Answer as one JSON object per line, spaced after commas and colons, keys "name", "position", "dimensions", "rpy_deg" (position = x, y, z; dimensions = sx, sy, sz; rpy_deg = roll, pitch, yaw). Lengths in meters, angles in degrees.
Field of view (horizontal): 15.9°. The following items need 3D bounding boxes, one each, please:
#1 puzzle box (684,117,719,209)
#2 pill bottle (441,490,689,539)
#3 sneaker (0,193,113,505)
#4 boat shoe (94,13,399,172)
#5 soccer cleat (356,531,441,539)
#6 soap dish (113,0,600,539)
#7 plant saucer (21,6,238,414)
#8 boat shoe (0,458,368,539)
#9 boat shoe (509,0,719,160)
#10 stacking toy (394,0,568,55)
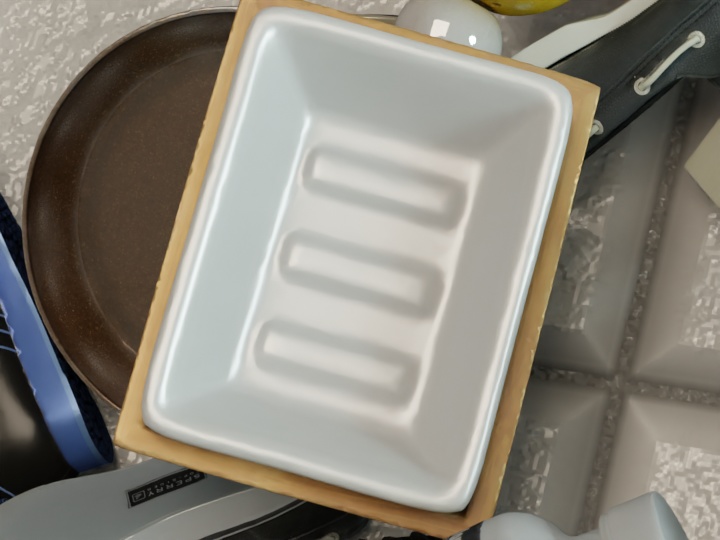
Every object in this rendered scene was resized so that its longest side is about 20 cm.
{"name": "puzzle box", "position": [0.225, -0.087, 1.070], "dimensions": [0.200, 0.025, 0.133], "rpy_deg": [-53, 31, 15]}
{"name": "pill bottle", "position": [0.040, 0.162, 1.003], "dimensions": [0.199, 0.112, 0.113], "rpy_deg": [-26, 62, 11]}
{"name": "sneaker", "position": [-0.187, 0.023, 1.217], "dimensions": [0.078, 0.070, 0.201], "rpy_deg": [-27, 62, 2]}
{"name": "boat shoe", "position": [-0.042, -0.079, 1.206], "dimensions": [0.199, 0.063, 0.073], "rpy_deg": [-17, 105, 16]}
{"name": "soccer cleat", "position": [-0.025, 0.172, 1.107], "dimensions": [0.199, 0.074, 0.068], "rpy_deg": [-20, 23, -5]}
{"name": "soap dish", "position": [0.000, 0.000, 1.073], "dimensions": [0.156, 0.081, 0.201], "rpy_deg": [15, 79, 2]}
{"name": "plant saucer", "position": [-0.053, -0.019, 1.165], "dimensions": [0.199, 0.032, 0.202], "rpy_deg": [2, 99, 12]}
{"name": "boat shoe", "position": [-0.093, 0.124, 1.141], "dimensions": [0.198, 0.068, 0.074], "rpy_deg": [-23, 31, -1]}
{"name": "boat shoe", "position": [0.146, -0.105, 1.131], "dimensions": [0.199, 0.076, 0.061], "rpy_deg": [-31, 88, 32]}
{"name": "stacking toy", "position": [0.074, -0.162, 1.126], "dimensions": [0.146, 0.146, 0.201], "rpy_deg": [26, 89, 27]}
